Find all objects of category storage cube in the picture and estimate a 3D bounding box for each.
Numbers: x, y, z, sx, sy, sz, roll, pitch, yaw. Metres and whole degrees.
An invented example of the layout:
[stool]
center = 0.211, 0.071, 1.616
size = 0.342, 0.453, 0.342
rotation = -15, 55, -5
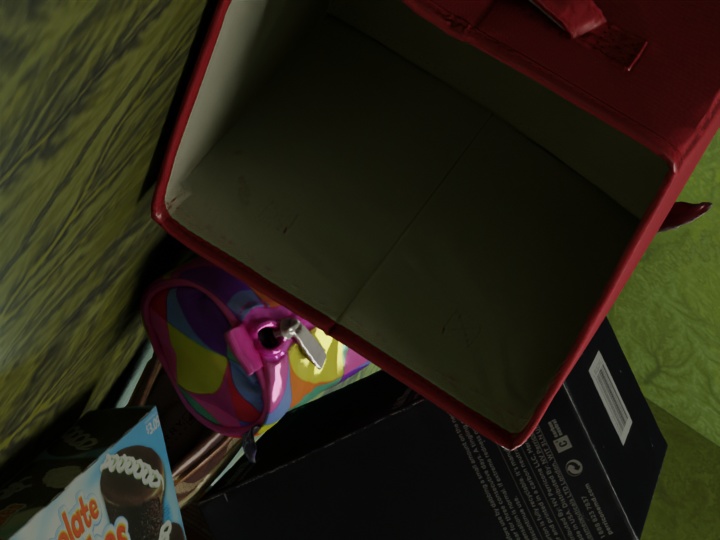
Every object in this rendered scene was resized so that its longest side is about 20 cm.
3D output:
[storage cube]
center = 0.051, -0.080, 0.993
size = 0.180, 0.170, 0.200
rotation = -53, 172, -39

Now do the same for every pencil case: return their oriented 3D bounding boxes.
[pencil case]
center = 0.000, 0.000, 1.146
size = 0.199, 0.088, 0.089
rotation = -32, 160, -34

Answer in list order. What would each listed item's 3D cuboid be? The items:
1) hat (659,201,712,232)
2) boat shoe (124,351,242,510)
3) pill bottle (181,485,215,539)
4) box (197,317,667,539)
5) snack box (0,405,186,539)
[hat]
center = 0.041, 0.025, 1.376
size = 0.166, 0.175, 0.200
rotation = -53, 172, -32
[boat shoe]
center = -0.050, 0.024, 1.200
size = 0.200, 0.072, 0.072
rotation = -50, 174, -4
[pill bottle]
center = -0.122, 0.187, 1.241
size = 0.113, 0.112, 0.200
rotation = -61, 172, 33
[box]
center = 0.041, 0.098, 1.286
size = 0.181, 0.105, 0.200
rotation = -25, -176, 14
[snack box]
center = -0.125, 0.145, 1.077
size = 0.200, 0.037, 0.117
rotation = -44, 126, -62
